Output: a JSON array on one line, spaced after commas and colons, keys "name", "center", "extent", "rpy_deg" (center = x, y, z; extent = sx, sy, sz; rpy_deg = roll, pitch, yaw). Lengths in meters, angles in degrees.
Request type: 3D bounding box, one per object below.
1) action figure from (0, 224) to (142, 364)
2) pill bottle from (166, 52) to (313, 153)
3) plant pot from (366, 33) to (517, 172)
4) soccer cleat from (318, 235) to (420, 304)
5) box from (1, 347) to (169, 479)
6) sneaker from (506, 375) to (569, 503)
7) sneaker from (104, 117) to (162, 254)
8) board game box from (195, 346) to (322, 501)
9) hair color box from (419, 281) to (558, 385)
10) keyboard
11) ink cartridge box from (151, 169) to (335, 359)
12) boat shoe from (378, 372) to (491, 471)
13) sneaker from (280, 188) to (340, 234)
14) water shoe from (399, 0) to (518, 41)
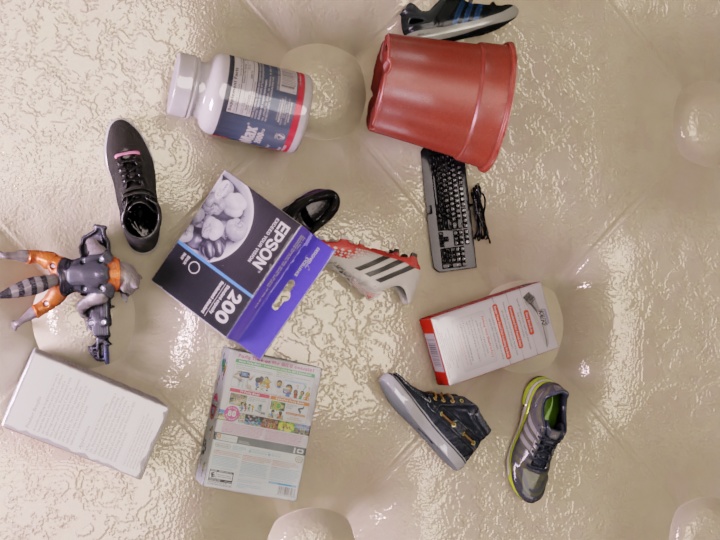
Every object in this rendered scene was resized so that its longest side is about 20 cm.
[{"name": "action figure", "center": [-0.402, 0.038, 1.577], "extent": [0.191, 0.105, 0.203], "rpy_deg": [-10, 89, -7]}, {"name": "pill bottle", "center": [-0.179, -0.251, 1.643], "extent": [0.197, 0.119, 0.121], "rpy_deg": [12, 85, -15]}, {"name": "plant pot", "center": [0.117, -0.268, 1.706], "extent": [0.192, 0.201, 0.204], "rpy_deg": [10, 85, -7]}, {"name": "soccer cleat", "center": [0.000, 0.000, 1.716], "extent": [0.197, 0.068, 0.086], "rpy_deg": [12, 81, -21]}, {"name": "box", "center": [-0.381, 0.196, 1.548], "extent": [0.198, 0.152, 0.108], "rpy_deg": [24, 82, -14]}, {"name": "sneaker", "center": [0.286, 0.270, 1.784], "extent": [0.073, 0.081, 0.203], "rpy_deg": [10, 85, -16]}, {"name": "sneaker", "center": [-0.322, -0.126, 1.606], "extent": [0.070, 0.099, 0.203], "rpy_deg": [-11, 90, -15]}, {"name": "board game box", "center": [-0.151, 0.228, 1.663], "extent": [0.146, 0.064, 0.203], "rpy_deg": [13, 86, -17]}, {"name": "hair color box", "center": [0.204, 0.100, 1.775], "extent": [0.198, 0.064, 0.112], "rpy_deg": [-17, 92, -15]}, {"name": "keyboard", "center": [0.157, -0.103, 1.781], "extent": [0.103, 0.040, 0.203], "rpy_deg": [-7, 91, -16]}, {"name": "ink cartridge box", "center": [-0.171, -0.007, 1.624], "extent": [0.199, 0.043, 0.199], "rpy_deg": [35, 91, 7]}, {"name": "boat shoe", "center": [0.116, 0.212, 1.745], "extent": [0.091, 0.071, 0.201], "rpy_deg": [-45, 107, -15]}, {"name": "sneaker", "center": [-0.116, -0.060, 1.671], "extent": [0.199, 0.087, 0.076], "rpy_deg": [-40, 99, -14]}, {"name": "water shoe", "center": [0.159, -0.410, 1.776], "extent": [0.198, 0.071, 0.080], "rpy_deg": [-18, 91, -17]}]
